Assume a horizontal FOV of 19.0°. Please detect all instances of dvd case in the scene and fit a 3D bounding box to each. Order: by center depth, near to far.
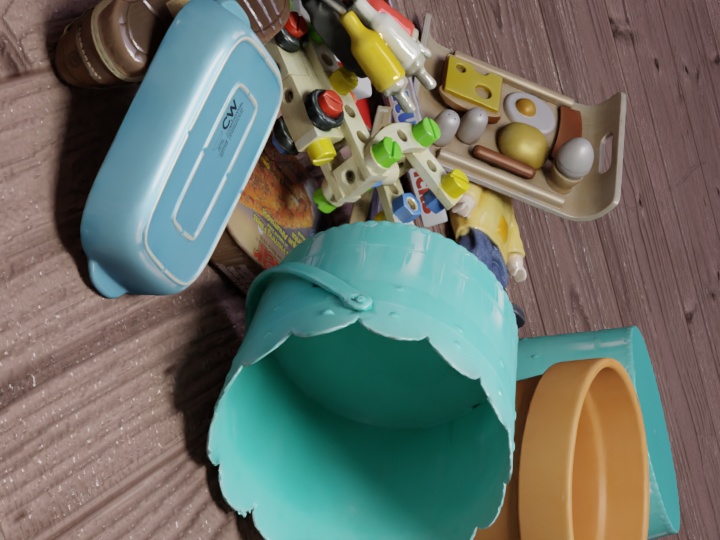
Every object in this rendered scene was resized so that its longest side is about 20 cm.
[{"bbox_3d":[0.000,0.000,1.569,0.201,0.016,0.149,-78,173,-46],"label":"dvd case"}]

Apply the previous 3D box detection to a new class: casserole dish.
[{"bbox_3d":[-0.102,-0.071,1.310,0.201,0.039,0.121,-66,155,-13],"label":"casserole dish"}]

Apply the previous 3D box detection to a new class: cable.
[{"bbox_3d":[-0.021,-0.194,1.420,0.200,0.050,0.097,49,30,-24],"label":"cable"}]

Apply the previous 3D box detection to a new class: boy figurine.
[{"bbox_3d":[0.115,-0.039,1.869,0.124,0.064,0.201,50,37,-41],"label":"boy figurine"}]

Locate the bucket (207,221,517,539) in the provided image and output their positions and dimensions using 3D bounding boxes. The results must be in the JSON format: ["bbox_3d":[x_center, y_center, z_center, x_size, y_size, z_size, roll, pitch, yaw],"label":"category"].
[{"bbox_3d":[0.008,0.078,1.385,0.135,0.206,0.208,-76,145,-53],"label":"bucket"}]

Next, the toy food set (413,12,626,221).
[{"bbox_3d":[0.135,-0.137,1.854,0.199,0.061,0.144,22,47,-13],"label":"toy food set"}]

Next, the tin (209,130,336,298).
[{"bbox_3d":[-0.070,-0.037,1.477,0.200,0.042,0.113,49,32,-49],"label":"tin"}]

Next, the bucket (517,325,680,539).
[{"bbox_3d":[0.185,0.147,1.806,0.207,0.134,0.209,-12,90,-77],"label":"bucket"}]

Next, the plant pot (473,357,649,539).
[{"bbox_3d":[0.123,0.166,1.602,0.200,0.139,0.202,-2,90,-66],"label":"plant pot"}]

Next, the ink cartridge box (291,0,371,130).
[{"bbox_3d":[-0.023,-0.226,1.673,0.176,0.044,0.202,19,62,-62],"label":"ink cartridge box"}]

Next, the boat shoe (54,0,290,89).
[{"bbox_3d":[-0.123,-0.159,1.366,0.202,0.074,0.075,-24,92,-57],"label":"boat shoe"}]

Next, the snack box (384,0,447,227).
[{"bbox_3d":[0.033,-0.139,1.739,0.072,0.024,0.201,-96,171,-73],"label":"snack box"}]

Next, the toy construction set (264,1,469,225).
[{"bbox_3d":[-0.018,-0.118,1.488,0.131,0.092,0.200,-1,47,-51],"label":"toy construction set"}]
